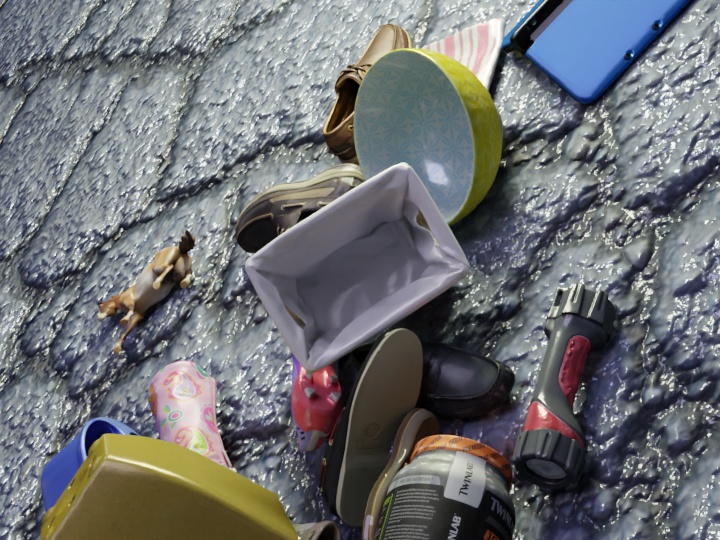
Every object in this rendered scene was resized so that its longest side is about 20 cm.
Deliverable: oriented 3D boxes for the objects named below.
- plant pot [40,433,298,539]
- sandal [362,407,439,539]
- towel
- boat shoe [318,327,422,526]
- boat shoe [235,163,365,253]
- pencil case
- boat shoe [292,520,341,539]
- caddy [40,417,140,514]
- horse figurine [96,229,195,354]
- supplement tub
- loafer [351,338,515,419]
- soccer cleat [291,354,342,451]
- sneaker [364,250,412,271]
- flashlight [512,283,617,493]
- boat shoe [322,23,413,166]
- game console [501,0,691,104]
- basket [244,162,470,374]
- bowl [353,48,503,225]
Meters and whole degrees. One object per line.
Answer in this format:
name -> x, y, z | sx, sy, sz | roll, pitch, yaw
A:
plant pot -> -0.203, 0.268, 1.661 | 0.196, 0.199, 0.194 | -54, 12, -1
sandal -> 0.047, 0.222, 1.630 | 0.053, 0.081, 0.201 | 9, 54, 22
towel -> 0.082, -0.223, 2.048 | 0.199, 0.030, 0.148 | -16, 46, 39
boat shoe -> 0.006, 0.149, 1.684 | 0.063, 0.073, 0.204 | 31, 108, 58
boat shoe -> -0.073, -0.062, 2.021 | 0.199, 0.074, 0.074 | -24, 40, 31
pencil case -> -0.188, 0.193, 1.887 | 0.087, 0.087, 0.201 | -37, 36, 13
boat shoe -> -0.065, 0.330, 1.636 | 0.064, 0.072, 0.201 | -19, 38, 35
caddy -> -0.261, 0.256, 1.841 | 0.105, 0.141, 0.201 | -37, 50, 22
horse figurine -> -0.265, 0.020, 2.154 | 0.200, 0.050, 0.133 | -45, 17, 17
supplement tub -> 0.069, 0.258, 1.517 | 0.122, 0.122, 0.202 | -11, 49, 40
loafer -> 0.069, 0.105, 1.710 | 0.199, 0.070, 0.069 | 2, 57, 47
soccer cleat -> -0.050, 0.110, 1.844 | 0.201, 0.066, 0.077 | -94, 20, -56
sneaker -> -0.002, 0.004, 1.834 | 0.198, 0.081, 0.078 | -15, 12, 8
flashlight -> 0.197, 0.108, 1.586 | 0.068, 0.068, 0.201 | -15, 42, 43
boat shoe -> 0.008, -0.222, 2.047 | 0.072, 0.067, 0.202 | -6, 55, 44
game console -> 0.273, -0.293, 1.930 | 0.200, 0.118, 0.171 | -45, 4, 2
basket -> 0.000, 0.000, 1.734 | 0.199, 0.136, 0.123 | -32, -5, 2
bowl -> 0.095, -0.152, 1.882 | 0.107, 0.203, 0.199 | -16, 15, -38
